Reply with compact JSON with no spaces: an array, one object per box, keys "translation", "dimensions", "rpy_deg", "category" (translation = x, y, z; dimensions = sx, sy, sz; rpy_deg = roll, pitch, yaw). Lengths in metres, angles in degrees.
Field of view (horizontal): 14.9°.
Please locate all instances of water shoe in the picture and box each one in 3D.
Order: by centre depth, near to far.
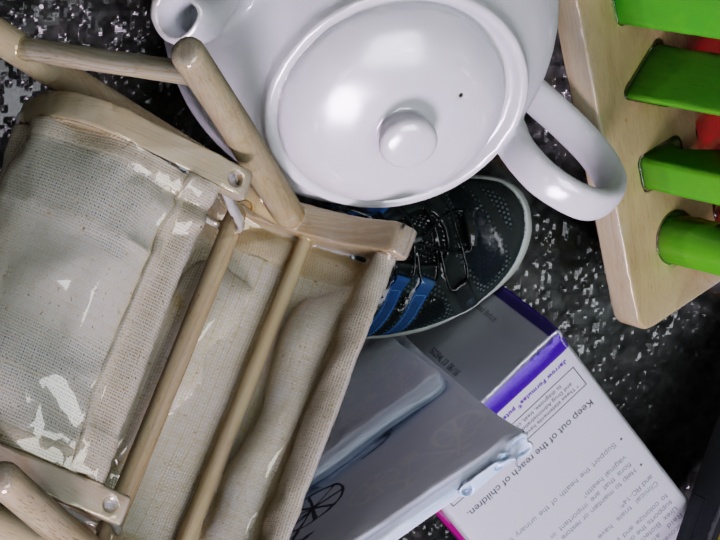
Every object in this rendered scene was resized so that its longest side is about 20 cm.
[{"translation":[0.000,0.000,1.323],"dimensions":[0.199,0.079,0.072],"rpy_deg":[-17,87,-17],"category":"water shoe"}]

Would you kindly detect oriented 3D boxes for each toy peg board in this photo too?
[{"translation":[0.209,-0.094,1.350],"dimensions":[0.199,0.098,0.201],"rpy_deg":[-30,120,-32],"category":"toy peg board"}]

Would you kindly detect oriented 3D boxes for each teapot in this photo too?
[{"translation":[0.011,-0.098,1.239],"dimensions":[0.199,0.146,0.198],"rpy_deg":[-16,133,-5],"category":"teapot"}]

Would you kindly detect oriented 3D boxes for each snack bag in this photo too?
[{"translation":[-0.031,0.102,1.287],"dimensions":[0.188,0.200,0.021],"rpy_deg":[-33,111,-7],"category":"snack bag"}]

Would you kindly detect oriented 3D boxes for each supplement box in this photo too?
[{"translation":[0.096,0.113,1.403],"dimensions":[0.103,0.101,0.200],"rpy_deg":[-43,119,-4],"category":"supplement box"}]

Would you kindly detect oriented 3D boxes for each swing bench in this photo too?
[{"translation":[-0.101,0.026,1.162],"dimensions":[0.200,0.129,0.200],"rpy_deg":[41,66,-51],"category":"swing bench"}]

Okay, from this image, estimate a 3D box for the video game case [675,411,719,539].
[{"translation":[0.247,0.116,1.451],"dimensions":[0.181,0.025,0.201],"rpy_deg":[47,53,-33],"category":"video game case"}]
